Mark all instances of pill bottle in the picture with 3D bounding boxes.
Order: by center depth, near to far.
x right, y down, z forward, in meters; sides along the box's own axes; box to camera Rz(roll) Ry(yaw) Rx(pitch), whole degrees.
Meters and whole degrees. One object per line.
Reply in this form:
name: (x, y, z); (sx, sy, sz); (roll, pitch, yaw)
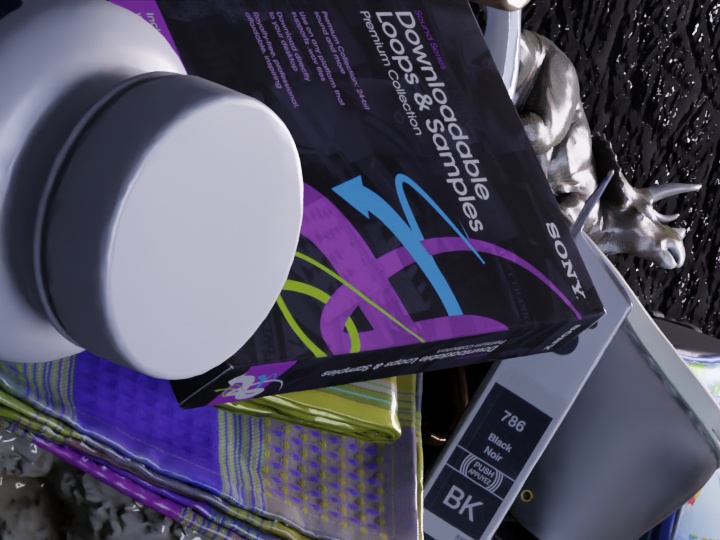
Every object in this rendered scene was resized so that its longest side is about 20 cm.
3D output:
pill bottle: (-0.121, -0.038, 0.898); (0.119, 0.199, 0.120); (-27, 127, -43)

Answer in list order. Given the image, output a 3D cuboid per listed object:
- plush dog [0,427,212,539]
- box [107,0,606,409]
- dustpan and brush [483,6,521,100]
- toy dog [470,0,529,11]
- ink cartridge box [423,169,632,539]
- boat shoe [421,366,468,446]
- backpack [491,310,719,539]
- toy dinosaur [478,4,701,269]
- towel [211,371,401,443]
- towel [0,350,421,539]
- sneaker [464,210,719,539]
plush dog: (-0.093, 0.123, 1.070); (0.199, 0.161, 0.172); (1, 142, -44)
box: (-0.009, -0.031, 1.013); (0.199, 0.036, 0.144); (-6, 68, -47)
dustpan and brush: (0.058, -0.148, 1.161); (0.140, 0.057, 0.201); (-40, 147, -80)
toy dog: (0.011, -0.159, 1.004); (0.200, 0.131, 0.097); (45, 58, -86)
ink cartridge box: (0.060, 0.058, 1.124); (0.201, 0.039, 0.099); (-59, 177, -5)
boat shoe: (0.000, 0.000, 1.140); (0.076, 0.074, 0.200); (-54, 143, -25)
backpack: (0.127, 0.129, 1.357); (0.183, 0.147, 0.201); (10, 101, -52)
toy dinosaur: (0.077, -0.058, 1.280); (0.200, 0.077, 0.103); (56, 41, -34)
towel: (-0.029, -0.032, 1.035); (0.086, 0.018, 0.201); (18, 52, -35)
towel: (-0.059, 0.031, 1.014); (0.199, 0.023, 0.144); (28, 39, -20)
sneaker: (0.067, 0.043, 1.206); (0.200, 0.075, 0.106); (47, 71, -9)
